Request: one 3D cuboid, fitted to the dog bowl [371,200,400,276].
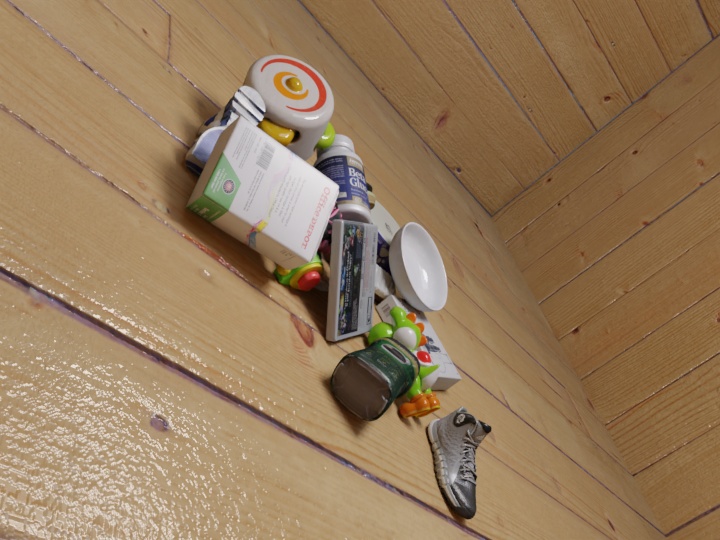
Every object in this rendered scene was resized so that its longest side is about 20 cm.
[{"bbox_3d":[0.039,-0.079,1.622,0.200,0.078,0.201,46,19,-21],"label":"dog bowl"}]

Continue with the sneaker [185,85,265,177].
[{"bbox_3d":[-0.245,-0.223,1.182,0.080,0.114,0.202,41,50,-22],"label":"sneaker"}]

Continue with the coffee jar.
[{"bbox_3d":[0.031,0.173,1.117,0.103,0.086,0.199,37,15,14],"label":"coffee jar"}]

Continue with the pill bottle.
[{"bbox_3d":[-0.042,-0.171,1.370,0.110,0.109,0.204,31,42,-48],"label":"pill bottle"}]

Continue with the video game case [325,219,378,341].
[{"bbox_3d":[-0.013,0.016,1.219,0.181,0.023,0.206,-2,96,-69],"label":"video game case"}]

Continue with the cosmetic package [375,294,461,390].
[{"bbox_3d":[0.126,0.157,1.455,0.203,0.051,0.150,61,17,23],"label":"cosmetic package"}]

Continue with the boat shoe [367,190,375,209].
[{"bbox_3d":[-0.041,-0.132,1.468,0.198,0.073,0.064,-6,66,-44],"label":"boat shoe"}]

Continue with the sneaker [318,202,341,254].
[{"bbox_3d":[-0.051,-0.077,1.230,0.078,0.098,0.199,19,-1,30],"label":"sneaker"}]

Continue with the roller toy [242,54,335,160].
[{"bbox_3d":[-0.148,-0.314,1.307,0.198,0.140,0.184,-24,70,-38],"label":"roller toy"}]

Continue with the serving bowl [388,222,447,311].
[{"bbox_3d":[0.119,-0.001,1.509,0.199,0.065,0.205,35,45,-45],"label":"serving bowl"}]

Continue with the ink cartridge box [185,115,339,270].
[{"bbox_3d":[-0.148,-0.115,1.056,0.198,0.083,0.148,32,65,-25],"label":"ink cartridge box"}]

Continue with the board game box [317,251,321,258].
[{"bbox_3d":[-0.152,-0.114,1.275,0.200,0.036,0.153,45,20,-29],"label":"board game box"}]

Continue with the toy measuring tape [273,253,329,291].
[{"bbox_3d":[-0.080,0.001,1.191,0.075,0.073,0.199,59,19,21],"label":"toy measuring tape"}]

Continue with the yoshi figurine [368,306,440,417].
[{"bbox_3d":[0.072,0.174,1.264,0.109,0.113,0.205,-7,70,-23],"label":"yoshi figurine"}]

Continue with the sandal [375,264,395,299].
[{"bbox_3d":[-0.001,0.006,1.422,0.202,0.049,0.084,41,38,-30],"label":"sandal"}]

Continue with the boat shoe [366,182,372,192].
[{"bbox_3d":[-0.054,-0.200,1.643,0.073,0.077,0.198,30,12,35],"label":"boat shoe"}]

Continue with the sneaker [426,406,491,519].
[{"bbox_3d":[0.189,0.324,1.196,0.075,0.115,0.202,37,23,-36],"label":"sneaker"}]
